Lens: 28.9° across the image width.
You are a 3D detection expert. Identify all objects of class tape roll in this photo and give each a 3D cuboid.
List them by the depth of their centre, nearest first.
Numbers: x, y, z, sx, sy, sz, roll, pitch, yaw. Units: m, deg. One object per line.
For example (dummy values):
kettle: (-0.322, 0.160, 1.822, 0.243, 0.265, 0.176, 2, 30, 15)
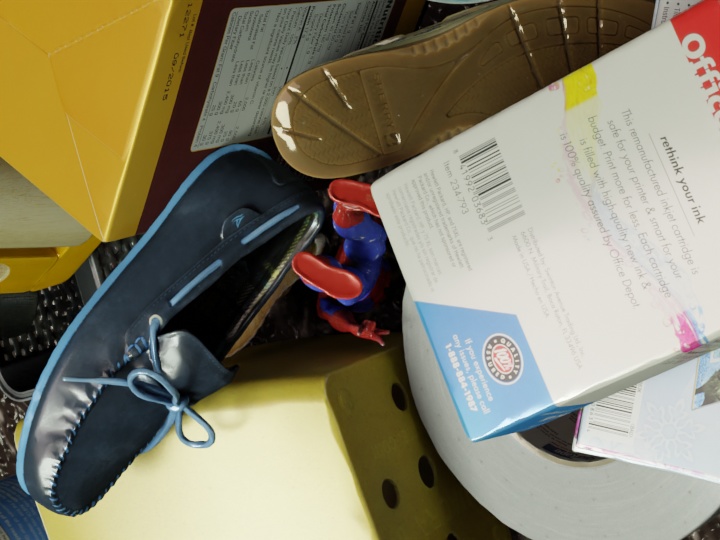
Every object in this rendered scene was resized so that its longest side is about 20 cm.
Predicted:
tape roll: (0.118, 0.038, 0.695, 0.200, 0.066, 0.201, 12, 109, 37)

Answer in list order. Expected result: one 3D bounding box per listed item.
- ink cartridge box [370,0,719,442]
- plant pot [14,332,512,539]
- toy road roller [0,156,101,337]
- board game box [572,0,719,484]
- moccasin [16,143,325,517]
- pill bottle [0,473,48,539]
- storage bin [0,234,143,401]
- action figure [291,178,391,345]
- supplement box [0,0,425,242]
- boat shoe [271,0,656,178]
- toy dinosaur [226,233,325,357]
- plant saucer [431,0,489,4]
ink cartridge box: (0.117, -0.024, 0.545, 0.200, 0.067, 0.117, -27, 76, 24)
plant pot: (-0.034, 0.132, 0.775, 0.176, 0.200, 0.201, -22, 87, 29)
toy road roller: (-0.242, -0.050, 0.818, 0.200, 0.123, 0.146, -38, 66, 40)
board game box: (0.203, -0.002, 0.568, 0.199, 0.041, 0.201, 12, 94, 23)
moccasin: (-0.090, 0.032, 0.663, 0.068, 0.080, 0.200, 29, 87, 28)
pill bottle: (-0.200, 0.182, 0.908, 0.112, 0.200, 0.113, 12, 109, 38)
storage bin: (-0.188, -0.027, 0.915, 0.135, 0.094, 0.201, -15, 91, 41)
action figure: (0.000, 0.000, 0.723, 0.052, 0.200, 0.066, 21, 85, 3)
supplement box: (-0.109, -0.138, 0.748, 0.197, 0.200, 0.133, 37, 122, 27)
boat shoe: (0.055, -0.095, 0.672, 0.199, 0.063, 0.074, -9, 108, 1)
toy dinosaur: (-0.056, 0.003, 0.798, 0.058, 0.101, 0.200, 34, 139, -24)
plant saucer: (0.063, -0.229, 0.679, 0.200, 0.027, 0.201, 1, 91, 38)
